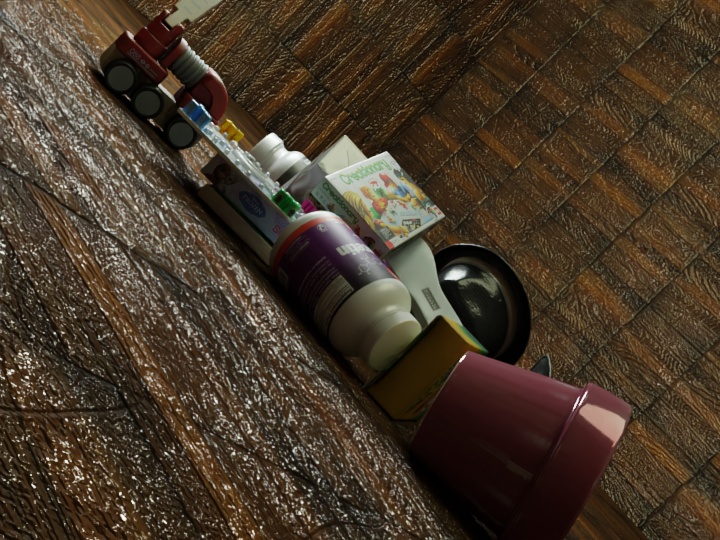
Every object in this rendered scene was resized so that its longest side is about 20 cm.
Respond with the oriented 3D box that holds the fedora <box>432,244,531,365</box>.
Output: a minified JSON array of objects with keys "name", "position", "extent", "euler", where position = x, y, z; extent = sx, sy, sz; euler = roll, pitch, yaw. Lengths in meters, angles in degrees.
[{"name":"fedora","position":[0.145,0.068,1.573],"extent":[0.201,0.201,0.092],"euler":[46,35,10]}]

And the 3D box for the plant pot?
[{"name":"plant pot","position":[0.158,0.184,1.166],"extent":[0.179,0.200,0.200],"euler":[30,1,11]}]

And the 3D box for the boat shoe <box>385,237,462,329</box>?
[{"name":"boat shoe","position":[0.081,0.036,1.518],"extent":[0.200,0.070,0.066],"euler":[61,-30,20]}]

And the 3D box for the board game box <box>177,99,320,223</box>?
[{"name":"board game box","position":[-0.137,-0.136,1.451],"extent":[0.200,0.026,0.200],"euler":[45,5,5]}]

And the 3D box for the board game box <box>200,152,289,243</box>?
[{"name":"board game box","position":[-0.123,-0.082,1.518],"extent":[0.200,0.041,0.200],"euler":[45,4,-5]}]

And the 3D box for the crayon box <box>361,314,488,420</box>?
[{"name":"crayon box","position":[0.080,0.119,1.322],"extent":[0.051,0.127,0.200],"euler":[47,6,16]}]

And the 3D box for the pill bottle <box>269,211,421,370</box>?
[{"name":"pill bottle","position":[-0.016,0.026,1.330],"extent":[0.200,0.112,0.112],"euler":[47,4,33]}]

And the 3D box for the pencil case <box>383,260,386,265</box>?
[{"name":"pencil case","position":[0.000,0.000,1.573],"extent":[0.088,0.088,0.200],"euler":[45,10,-9]}]

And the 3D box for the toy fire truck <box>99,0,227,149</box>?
[{"name":"toy fire truck","position":[-0.250,-0.303,1.584],"extent":[0.176,0.200,0.129],"euler":[43,5,-24]}]

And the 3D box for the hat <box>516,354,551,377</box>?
[{"name":"hat","position":[0.194,0.189,1.536],"extent":[0.081,0.201,0.201],"euler":[27,6,-4]}]

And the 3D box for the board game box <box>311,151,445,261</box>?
[{"name":"board game box","position":[0.028,-0.087,1.480],"extent":[0.126,0.035,0.200],"euler":[48,29,5]}]

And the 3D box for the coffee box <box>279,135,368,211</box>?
[{"name":"coffee box","position":[-0.055,-0.101,1.638],"extent":[0.113,0.080,0.200],"euler":[47,-36,-10]}]

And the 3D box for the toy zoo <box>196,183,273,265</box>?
[{"name":"toy zoo","position":[-0.152,-0.065,1.501],"extent":[0.131,0.020,0.200],"euler":[45,4,-2]}]

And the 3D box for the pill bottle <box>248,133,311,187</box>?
[{"name":"pill bottle","position":[-0.108,-0.124,1.844],"extent":[0.200,0.116,0.116],"euler":[45,4,-1]}]
